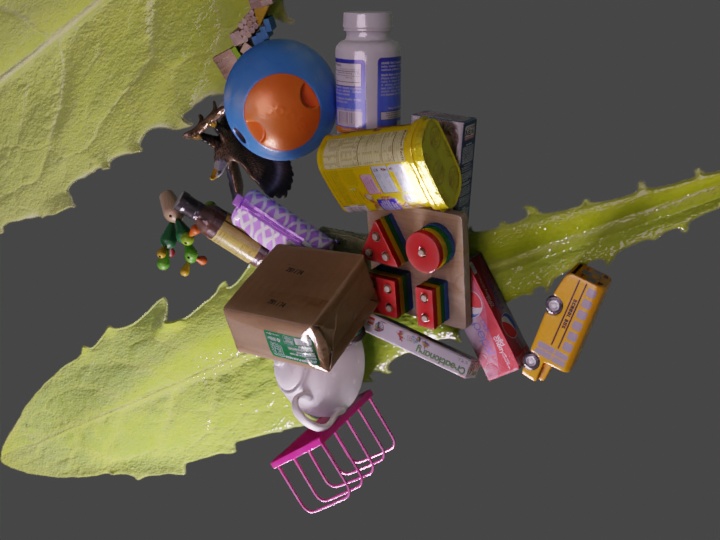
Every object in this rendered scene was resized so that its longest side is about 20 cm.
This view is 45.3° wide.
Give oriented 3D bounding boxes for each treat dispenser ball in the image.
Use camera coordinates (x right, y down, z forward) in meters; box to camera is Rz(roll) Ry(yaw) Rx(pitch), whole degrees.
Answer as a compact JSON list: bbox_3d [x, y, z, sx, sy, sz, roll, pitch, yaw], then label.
[{"bbox_3d":[-0.136,-0.291,1.481,0.198,0.200,0.205,10,111,28],"label":"treat dispenser ball"}]

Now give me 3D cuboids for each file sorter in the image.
[{"bbox_3d":[-0.042,0.345,1.635,0.138,0.200,0.127,-32,91,35],"label":"file sorter"}]

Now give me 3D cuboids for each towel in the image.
[{"bbox_3d":[0.000,0.000,1.593,0.197,0.036,0.151,10,112,28],"label":"towel"}]

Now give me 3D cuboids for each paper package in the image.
[{"bbox_3d":[-0.099,0.057,1.441,0.197,0.191,0.105,8,134,32],"label":"paper package"}]

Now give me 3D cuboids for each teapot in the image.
[{"bbox_3d":[-0.094,0.177,1.601,0.199,0.144,0.201,10,88,54],"label":"teapot"}]

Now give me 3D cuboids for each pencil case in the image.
[{"bbox_3d":[-0.140,-0.067,1.567,0.198,0.085,0.085,31,95,10],"label":"pencil case"}]

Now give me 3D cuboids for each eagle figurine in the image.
[{"bbox_3d":[-0.237,-0.210,1.635,0.200,0.151,0.151,44,174,-27],"label":"eagle figurine"}]

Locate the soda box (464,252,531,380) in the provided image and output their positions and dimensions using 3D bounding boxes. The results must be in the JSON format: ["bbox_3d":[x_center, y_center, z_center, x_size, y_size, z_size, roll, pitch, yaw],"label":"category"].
[{"bbox_3d":[0.212,0.078,1.470,0.069,0.063,0.202,-27,90,35],"label":"soda box"}]

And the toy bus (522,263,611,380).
[{"bbox_3d":[0.330,0.090,1.400,0.077,0.065,0.203,26,117,20],"label":"toy bus"}]

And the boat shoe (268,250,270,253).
[{"bbox_3d":[-0.109,0.028,1.608,0.199,0.071,0.072,40,127,34],"label":"boat shoe"}]

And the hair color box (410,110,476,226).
[{"bbox_3d":[0.132,-0.157,1.444,0.099,0.060,0.204,13,112,28],"label":"hair color box"}]

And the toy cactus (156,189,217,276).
[{"bbox_3d":[-0.359,-0.094,1.767,0.200,0.101,0.167,-49,60,36],"label":"toy cactus"}]

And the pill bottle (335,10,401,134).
[{"bbox_3d":[0.013,-0.323,1.432,0.110,0.112,0.204,10,110,28],"label":"pill bottle"}]

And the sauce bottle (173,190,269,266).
[{"bbox_3d":[-0.266,-0.083,1.661,0.199,0.065,0.065,35,126,-19],"label":"sauce bottle"}]

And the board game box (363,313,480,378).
[{"bbox_3d":[0.109,0.131,1.503,0.197,0.126,0.035,24,91,17],"label":"board game box"}]

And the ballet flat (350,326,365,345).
[{"bbox_3d":[-0.058,0.103,1.512,0.198,0.072,0.074,22,118,44],"label":"ballet flat"}]

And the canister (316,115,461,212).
[{"bbox_3d":[0.044,-0.162,1.383,0.197,0.087,0.149,-1,138,32],"label":"canister"}]

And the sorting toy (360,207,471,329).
[{"bbox_3d":[0.082,-0.006,1.448,0.198,0.069,0.202,14,119,38],"label":"sorting toy"}]

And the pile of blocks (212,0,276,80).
[{"bbox_3d":[-0.190,-0.426,1.562,0.082,0.062,0.200,37,127,-6],"label":"pile of blocks"}]
